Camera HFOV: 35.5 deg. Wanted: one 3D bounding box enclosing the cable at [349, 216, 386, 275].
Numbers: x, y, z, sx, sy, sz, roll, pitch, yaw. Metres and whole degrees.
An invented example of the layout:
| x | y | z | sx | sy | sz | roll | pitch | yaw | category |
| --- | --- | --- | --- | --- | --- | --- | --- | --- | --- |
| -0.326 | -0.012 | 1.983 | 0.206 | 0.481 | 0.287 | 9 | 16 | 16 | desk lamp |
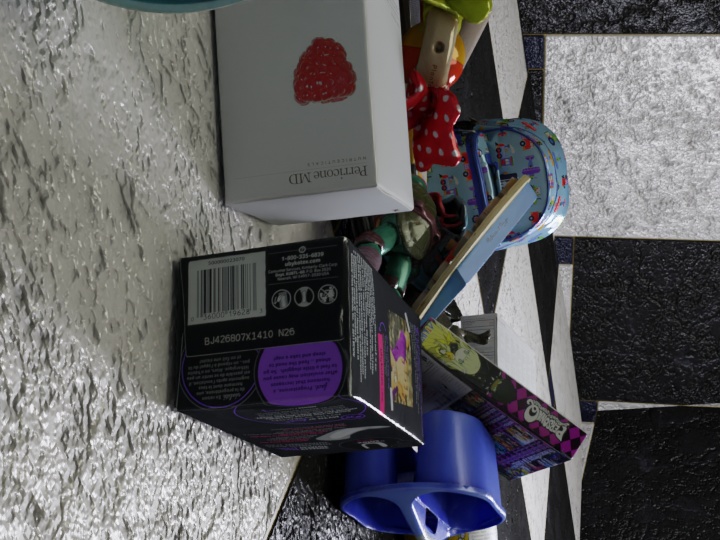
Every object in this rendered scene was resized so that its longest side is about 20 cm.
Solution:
| x | y | z | sx | sy | sz | roll | pitch | yaw | category |
| --- | --- | --- | --- | --- | --- | --- | --- | --- | --- |
| 0.000 | 0.000 | 1.136 | 0.097 | 0.050 | 0.200 | -25 | 98 | -71 | cable |

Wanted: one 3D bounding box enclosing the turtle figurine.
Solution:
| x | y | z | sx | sy | sz | roll | pitch | yaw | category |
| --- | --- | --- | --- | --- | --- | --- | --- | --- | --- |
| 0.022 | -0.036 | 1.039 | 0.150 | 0.101 | 0.200 | 48 | 34 | -24 | turtle figurine |

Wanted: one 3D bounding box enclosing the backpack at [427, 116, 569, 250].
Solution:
| x | y | z | sx | sy | sz | roll | pitch | yaw | category |
| --- | --- | --- | --- | --- | --- | --- | --- | --- | --- |
| 0.163 | -0.107 | 1.444 | 0.135 | 0.200 | 0.183 | -28 | 112 | -74 | backpack |

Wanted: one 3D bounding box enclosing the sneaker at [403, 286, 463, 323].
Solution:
| x | y | z | sx | sy | sz | roll | pitch | yaw | category |
| --- | --- | --- | --- | --- | --- | --- | --- | --- | --- |
| 0.066 | 0.025 | 1.312 | 0.200 | 0.076 | 0.091 | 20 | 54 | -78 | sneaker |

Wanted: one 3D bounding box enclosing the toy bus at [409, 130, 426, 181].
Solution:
| x | y | z | sx | sy | sz | roll | pitch | yaw | category |
| --- | --- | --- | --- | --- | --- | --- | --- | --- | --- |
| 0.037 | -0.146 | 1.248 | 0.078 | 0.065 | 0.200 | 60 | 28 | -61 | toy bus |

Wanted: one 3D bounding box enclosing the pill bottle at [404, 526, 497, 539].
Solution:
| x | y | z | sx | sy | sz | roll | pitch | yaw | category |
| --- | --- | --- | --- | --- | --- | --- | --- | --- | --- |
| 0.100 | 0.301 | 1.247 | 0.104 | 0.104 | 0.200 | 24 | 61 | -73 | pill bottle |

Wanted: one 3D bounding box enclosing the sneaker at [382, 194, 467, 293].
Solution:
| x | y | z | sx | sy | sz | roll | pitch | yaw | category |
| --- | --- | --- | --- | --- | --- | --- | --- | --- | --- |
| 0.087 | -0.043 | 1.244 | 0.079 | 0.096 | 0.200 | 42 | 19 | -8 | sneaker |

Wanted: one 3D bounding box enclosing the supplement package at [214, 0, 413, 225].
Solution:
| x | y | z | sx | sy | sz | roll | pitch | yaw | category |
| --- | --- | --- | --- | --- | --- | --- | --- | --- | --- |
| -0.034 | -0.145 | 0.869 | 0.120 | 0.121 | 0.200 | 20 | 65 | -74 | supplement package |

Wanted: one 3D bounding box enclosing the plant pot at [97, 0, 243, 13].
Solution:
| x | y | z | sx | sy | sz | roll | pitch | yaw | category |
| --- | --- | --- | --- | --- | --- | --- | --- | --- | --- |
| -0.099 | -0.261 | 0.572 | 0.188 | 0.200 | 0.200 | -101 | 176 | -55 | plant pot |

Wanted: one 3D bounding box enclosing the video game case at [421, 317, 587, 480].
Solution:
| x | y | z | sx | sy | sz | roll | pitch | yaw | category |
| --- | --- | --- | --- | --- | --- | --- | --- | --- | --- |
| 0.111 | 0.133 | 1.112 | 0.036 | 0.181 | 0.200 | -52 | 177 | -18 | video game case |

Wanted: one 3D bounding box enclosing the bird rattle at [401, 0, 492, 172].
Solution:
| x | y | z | sx | sy | sz | roll | pitch | yaw | category |
| --- | --- | --- | --- | --- | --- | --- | --- | --- | --- |
| 0.070 | -0.187 | 1.008 | 0.163 | 0.112 | 0.200 | -66 | 159 | -86 | bird rattle |

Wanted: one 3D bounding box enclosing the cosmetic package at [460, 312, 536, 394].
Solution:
| x | y | z | sx | sy | sz | roll | pitch | yaw | category |
| --- | --- | --- | --- | --- | --- | --- | --- | --- | --- |
| 0.173 | 0.119 | 1.399 | 0.200 | 0.051 | 0.083 | 41 | 49 | -61 | cosmetic package |

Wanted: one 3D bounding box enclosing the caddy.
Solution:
| x | y | z | sx | sy | sz | roll | pitch | yaw | category |
| --- | --- | --- | --- | --- | --- | --- | --- | --- | --- |
| 0.060 | 0.205 | 1.056 | 0.200 | 0.141 | 0.105 | 54 | 33 | -61 | caddy |

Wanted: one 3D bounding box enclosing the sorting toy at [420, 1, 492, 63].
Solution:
| x | y | z | sx | sy | sz | roll | pitch | yaw | category |
| --- | --- | --- | --- | --- | --- | --- | --- | --- | --- |
| 0.056 | -0.311 | 1.196 | 0.200 | 0.036 | 0.185 | 59 | -14 | 9 | sorting toy |

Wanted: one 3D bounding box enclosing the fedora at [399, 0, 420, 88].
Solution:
| x | y | z | sx | sy | sz | roll | pitch | yaw | category |
| --- | --- | --- | --- | --- | --- | --- | --- | --- | --- |
| 0.000 | -0.229 | 1.090 | 0.177 | 0.090 | 0.200 | -34 | 123 | -72 | fedora |

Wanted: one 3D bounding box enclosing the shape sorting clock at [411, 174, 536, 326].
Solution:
| x | y | z | sx | sy | sz | roll | pitch | yaw | category |
| --- | --- | --- | --- | --- | --- | --- | --- | --- | --- |
| 0.102 | -0.015 | 1.116 | 0.039 | 0.200 | 0.200 | 40 | 18 | 3 | shape sorting clock |

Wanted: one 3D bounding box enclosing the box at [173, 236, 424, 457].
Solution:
| x | y | z | sx | sy | sz | roll | pitch | yaw | category |
| --- | --- | --- | --- | --- | --- | --- | --- | --- | --- |
| -0.035 | 0.062 | 0.789 | 0.200 | 0.122 | 0.106 | 49 | 37 | -66 | box |

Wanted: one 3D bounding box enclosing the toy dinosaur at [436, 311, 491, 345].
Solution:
| x | y | z | sx | sy | sz | roll | pitch | yaw | category |
| --- | --- | --- | --- | --- | --- | --- | --- | --- | --- |
| 0.081 | 0.093 | 1.262 | 0.200 | 0.102 | 0.077 | 134 | -26 | -65 | toy dinosaur |
